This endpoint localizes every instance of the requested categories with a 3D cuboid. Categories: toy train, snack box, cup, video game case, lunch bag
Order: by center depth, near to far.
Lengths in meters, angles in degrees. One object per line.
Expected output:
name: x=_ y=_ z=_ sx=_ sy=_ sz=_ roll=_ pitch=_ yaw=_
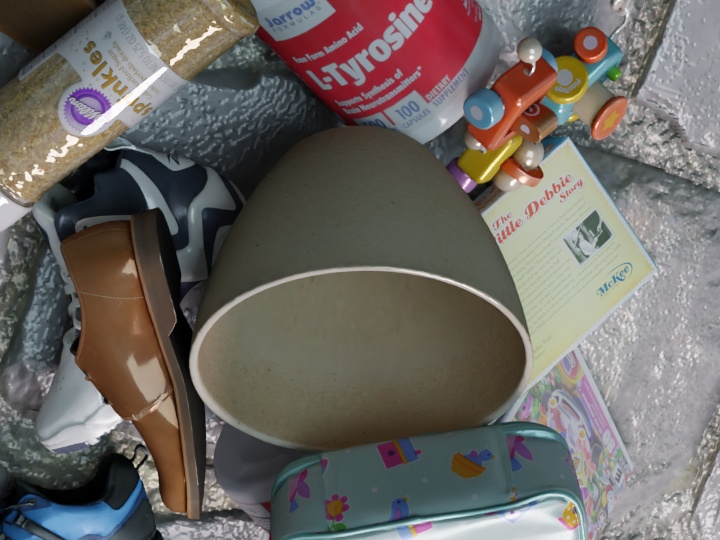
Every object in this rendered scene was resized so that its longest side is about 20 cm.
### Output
cup: x=0.000 y=0.000 z=1.224 sx=0.199 sy=0.144 sz=0.201 roll=0 pitch=144 yaw=0
lunch bag: x=0.041 y=0.176 z=1.259 sx=0.199 sy=0.077 sz=0.161 roll=-10 pitch=134 yaw=3
toy train: x=0.127 y=-0.108 z=1.286 sx=0.200 sy=0.056 sz=0.150 roll=-37 pitch=167 yaw=-40
snack box: x=0.093 y=0.016 z=1.362 sx=0.200 sy=0.037 sz=0.116 roll=-41 pitch=107 yaw=-16
video game case: x=0.122 y=0.151 z=1.403 sx=0.200 sy=0.018 sz=0.143 roll=-55 pitch=129 yaw=-40

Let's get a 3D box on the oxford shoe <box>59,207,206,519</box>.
oxford shoe: x=-0.132 y=0.060 z=1.214 sx=0.071 sy=0.071 sz=0.201 roll=-10 pitch=113 yaw=3

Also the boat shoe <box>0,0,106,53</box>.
boat shoe: x=-0.209 y=-0.197 z=1.158 sx=0.070 sy=0.071 sz=0.200 roll=-14 pitch=143 yaw=29

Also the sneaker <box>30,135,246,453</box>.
sneaker: x=-0.172 y=0.004 z=1.249 sx=0.129 sy=0.080 sz=0.199 roll=33 pitch=98 yaw=-24

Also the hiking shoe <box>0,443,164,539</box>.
hiking shoe: x=-0.224 y=0.176 z=1.301 sx=0.199 sy=0.074 sz=0.087 roll=-17 pitch=102 yaw=-25

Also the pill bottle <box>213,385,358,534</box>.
pill bottle: x=0.004 y=0.160 z=1.363 sx=0.114 sy=0.114 sz=0.200 roll=-44 pitch=120 yaw=-4

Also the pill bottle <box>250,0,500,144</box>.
pill bottle: x=-0.015 y=-0.173 z=1.231 sx=0.112 sy=0.112 sz=0.200 roll=-47 pitch=120 yaw=-1

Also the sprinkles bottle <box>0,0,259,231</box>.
sprinkles bottle: x=-0.153 y=-0.105 z=1.165 sx=0.200 sy=0.068 sz=0.068 roll=-37 pitch=121 yaw=12
